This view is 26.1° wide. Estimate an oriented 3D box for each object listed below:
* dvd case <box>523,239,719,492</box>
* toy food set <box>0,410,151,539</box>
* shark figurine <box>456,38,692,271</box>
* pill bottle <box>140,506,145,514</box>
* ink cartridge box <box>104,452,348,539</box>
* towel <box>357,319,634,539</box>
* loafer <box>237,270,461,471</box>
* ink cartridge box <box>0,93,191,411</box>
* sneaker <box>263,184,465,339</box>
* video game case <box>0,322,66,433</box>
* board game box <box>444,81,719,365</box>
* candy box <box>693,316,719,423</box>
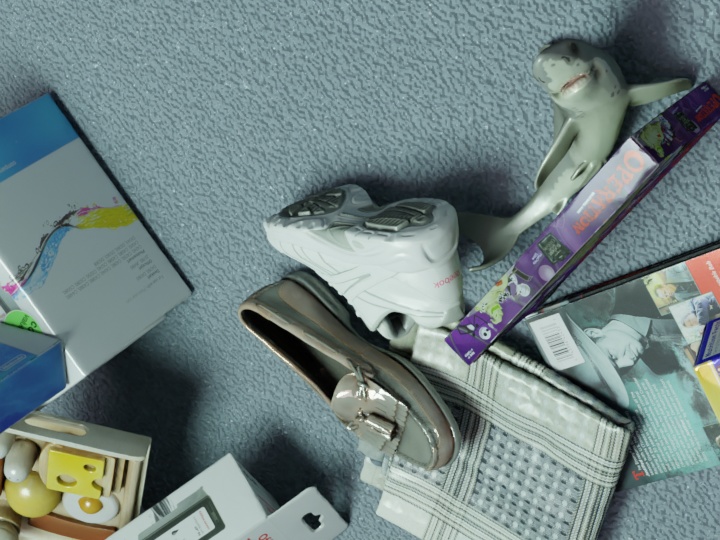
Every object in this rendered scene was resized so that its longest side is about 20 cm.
[{"bbox_3d":[0.221,0.062,1.035,0.199,0.022,0.147,-24,99,37],"label":"dvd case"},{"bbox_3d":[-0.245,0.183,1.219,0.142,0.061,0.201,13,137,-4],"label":"toy food set"},{"bbox_3d":[0.123,-0.094,1.000,0.090,0.127,0.215,59,152,25],"label":"shark figurine"},{"bbox_3d":[-0.204,0.276,1.353,0.200,0.111,0.111,51,129,1],"label":"pill bottle"},{"bbox_3d":[-0.119,0.220,1.232,0.068,0.199,0.116,55,177,29],"label":"ink cartridge box"},{"bbox_3d":[0.088,0.137,1.134,0.199,0.034,0.194,30,130,22],"label":"towel"},{"bbox_3d":[-0.013,0.080,1.132,0.200,0.063,0.072,44,135,29],"label":"loafer"},{"bbox_3d":[-0.269,-0.002,1.231,0.146,0.146,0.201,-33,95,39],"label":"ink cartridge box"},{"bbox_3d":[0.000,0.000,1.079,0.199,0.078,0.100,17,127,57],"label":"sneaker"},{"bbox_3d":[-0.341,0.087,1.099,0.180,0.200,0.046,12,118,26],"label":"video game case"},{"bbox_3d":[0.141,-0.028,0.977,0.032,0.120,0.200,43,129,5],"label":"board game box"},{"bbox_3d":[0.324,0.082,0.926,0.199,0.077,0.170,-25,99,28],"label":"candy box"}]
